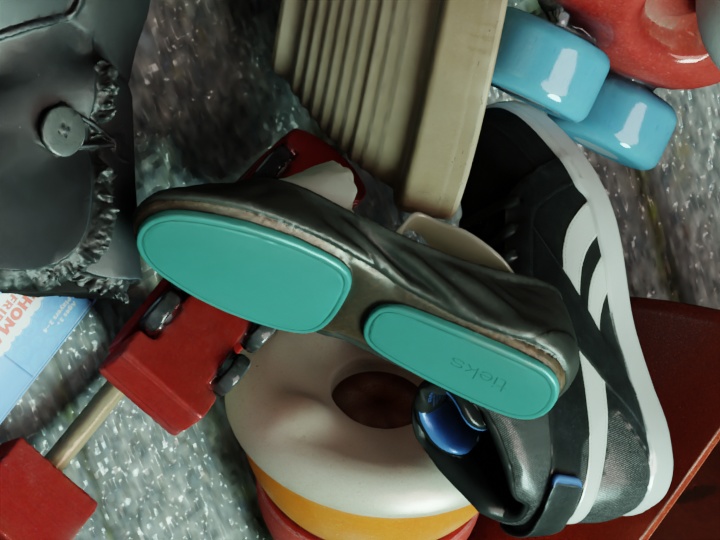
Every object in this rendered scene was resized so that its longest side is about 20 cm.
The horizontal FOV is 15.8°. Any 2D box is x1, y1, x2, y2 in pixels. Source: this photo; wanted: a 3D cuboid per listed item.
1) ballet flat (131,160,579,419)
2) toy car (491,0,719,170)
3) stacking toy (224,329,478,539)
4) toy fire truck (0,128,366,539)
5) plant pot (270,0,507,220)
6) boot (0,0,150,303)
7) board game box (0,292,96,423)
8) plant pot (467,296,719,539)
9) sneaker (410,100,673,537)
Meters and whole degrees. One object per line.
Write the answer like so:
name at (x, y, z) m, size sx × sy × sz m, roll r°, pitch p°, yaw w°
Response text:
ballet flat at (0.000, 0.000, 1.082) m, size 0.199 × 0.069 × 0.068 m, roll 25°, pitch 138°, yaw -14°
toy car at (0.188, -0.126, 1.196) m, size 0.177 × 0.199 × 0.185 m, roll 26°, pitch 91°, yaw -59°
stacking toy at (0.000, 0.124, 1.252) m, size 0.145 × 0.146 × 0.201 m, roll -19°, pitch 136°, yaw -30°
toy fire truck at (-0.087, 0.036, 1.144) m, size 0.049 × 0.141 × 0.200 m, roll 41°, pitch 59°, yaw -10°
plant pot at (0.013, -0.128, 1.124) m, size 0.092 × 0.201 × 0.202 m, roll 10°, pitch 107°, yaw -2°
boot at (-0.160, -0.076, 1.024) m, size 0.199 × 0.076 × 0.169 m, roll 12°, pitch 80°, yaw -46°
board game box at (-0.224, 0.016, 1.075) m, size 0.152 × 0.037 × 0.200 m, roll -52°, pitch 130°, yaw -6°
plant pot at (0.147, 0.125, 1.312) m, size 0.200 × 0.176 × 0.200 m, roll -53°, pitch 132°, yaw -6°
sneaker at (0.063, 0.019, 1.152) m, size 0.111 × 0.073 × 0.201 m, roll -9°, pitch 73°, yaw -39°
